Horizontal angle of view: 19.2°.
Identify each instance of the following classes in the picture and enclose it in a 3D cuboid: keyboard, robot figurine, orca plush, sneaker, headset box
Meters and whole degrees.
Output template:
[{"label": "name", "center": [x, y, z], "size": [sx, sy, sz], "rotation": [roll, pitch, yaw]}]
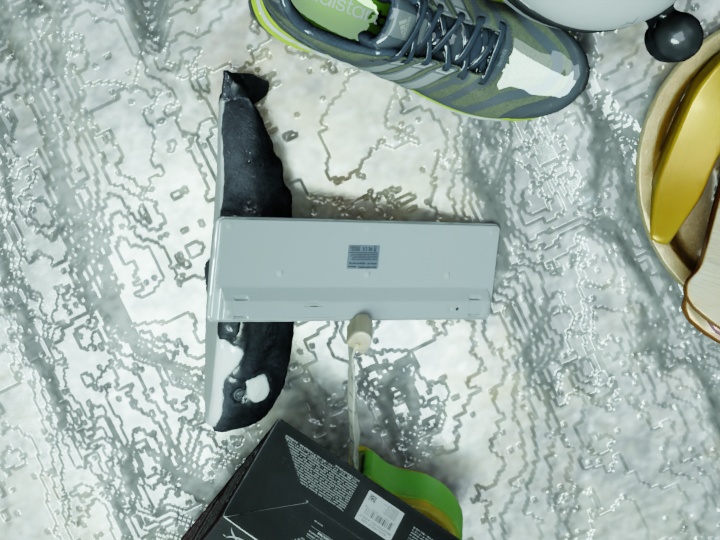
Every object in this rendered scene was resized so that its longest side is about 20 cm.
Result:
[{"label": "keyboard", "center": [0.000, 0.000, 1.186], "size": [0.199, 0.011, 0.057], "rotation": [0, 93, -38]}, {"label": "robot figurine", "center": [0.122, -0.188, 1.123], "size": [0.149, 0.200, 0.126], "rotation": [17, 97, -2]}, {"label": "orca plush", "center": [-0.049, -0.011, 1.207], "size": [0.071, 0.105, 0.202], "rotation": [2, 76, -11]}, {"label": "sneaker", "center": [0.032, -0.130, 1.190], "size": [0.199, 0.081, 0.074], "rotation": [14, 98, -2]}, {"label": "headset box", "center": [-0.035, 0.190, 1.192], "size": [0.148, 0.077, 0.200], "rotation": [35, 141, -4]}]

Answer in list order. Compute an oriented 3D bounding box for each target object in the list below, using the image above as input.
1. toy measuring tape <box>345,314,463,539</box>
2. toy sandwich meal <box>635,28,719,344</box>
[{"label": "toy measuring tape", "center": [0.026, 0.118, 1.214], "size": [0.073, 0.074, 0.201], "rotation": [0, 118, 0]}, {"label": "toy sandwich meal", "center": [0.247, -0.048, 1.207], "size": [0.203, 0.070, 0.207], "rotation": [0, 98, 0]}]
